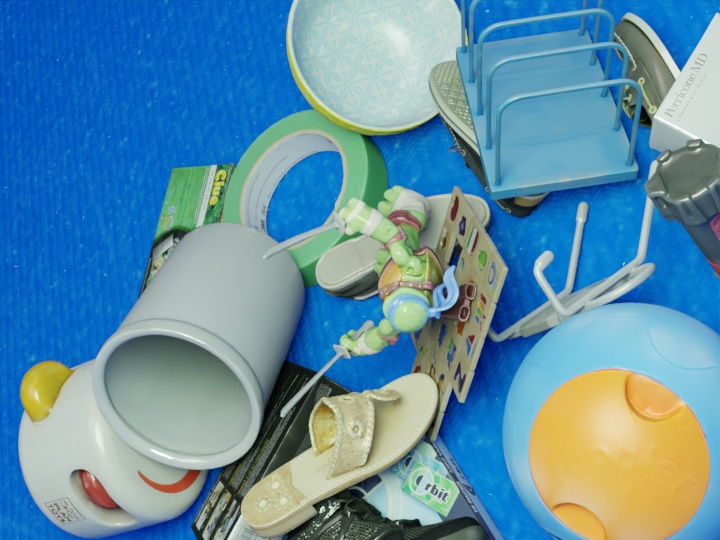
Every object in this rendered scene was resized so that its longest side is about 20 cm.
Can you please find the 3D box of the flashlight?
[{"bbox_3d":[0.292,-0.040,0.836,0.068,0.200,0.068,19,79,37],"label":"flashlight"}]

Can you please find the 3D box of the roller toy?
[{"bbox_3d":[-0.263,0.184,1.121,0.139,0.199,0.184,-19,74,27],"label":"roller toy"}]

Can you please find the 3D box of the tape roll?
[{"bbox_3d":[-0.064,-0.082,1.196,0.199,0.048,0.202,-15,61,29],"label":"tape roll"}]

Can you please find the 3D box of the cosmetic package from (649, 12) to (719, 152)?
[{"bbox_3d":[0.350,-0.109,0.862,0.199,0.085,0.108,31,88,16],"label":"cosmetic package"}]

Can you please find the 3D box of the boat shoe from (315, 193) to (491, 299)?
[{"bbox_3d":[0.048,-0.023,1.096,0.198,0.057,0.067,-22,61,19],"label":"boat shoe"}]

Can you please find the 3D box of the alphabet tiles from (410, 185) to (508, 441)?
[{"bbox_3d":[0.082,0.047,0.973,0.168,0.007,0.202,-110,31,-60],"label":"alphabet tiles"}]

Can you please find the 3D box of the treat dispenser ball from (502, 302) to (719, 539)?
[{"bbox_3d":[0.210,0.127,0.817,0.199,0.201,0.203,-14,62,28],"label":"treat dispenser ball"}]

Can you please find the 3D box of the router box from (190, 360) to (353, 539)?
[{"bbox_3d":[-0.088,0.190,1.034,0.201,0.051,0.149,-60,16,-8],"label":"router box"}]

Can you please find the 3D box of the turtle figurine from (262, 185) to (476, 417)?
[{"bbox_3d":[0.000,0.000,0.963,0.199,0.145,0.194,-23,16,17],"label":"turtle figurine"}]

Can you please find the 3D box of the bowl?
[{"bbox_3d":[0.009,-0.233,1.162,0.108,0.198,0.202,142,145,-73],"label":"bowl"}]

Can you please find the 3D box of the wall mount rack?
[{"bbox_3d":[0.192,-0.010,0.931,0.173,0.075,0.200,-33,0,-27],"label":"wall mount rack"}]

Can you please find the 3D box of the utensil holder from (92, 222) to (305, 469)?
[{"bbox_3d":[-0.155,0.069,1.067,0.169,0.171,0.201,-21,26,25],"label":"utensil holder"}]

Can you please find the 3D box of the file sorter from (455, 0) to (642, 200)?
[{"bbox_3d":[0.172,-0.189,0.988,0.137,0.123,0.201,-8,52,0],"label":"file sorter"}]

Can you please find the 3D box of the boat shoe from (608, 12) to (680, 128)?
[{"bbox_3d":[0.277,-0.156,0.980,0.060,0.072,0.203,-32,59,13],"label":"boat shoe"}]

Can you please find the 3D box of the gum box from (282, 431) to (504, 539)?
[{"bbox_3d":[0.018,0.254,0.990,0.200,0.044,0.170,-43,52,12],"label":"gum box"}]

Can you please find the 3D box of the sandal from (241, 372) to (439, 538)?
[{"bbox_3d":[-0.022,0.146,0.927,0.211,0.070,0.078,-37,42,-10],"label":"sandal"}]

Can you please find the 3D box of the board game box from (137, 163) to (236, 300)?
[{"bbox_3d":[-0.211,-0.033,1.290,0.104,0.023,0.202,0,70,37],"label":"board game box"}]

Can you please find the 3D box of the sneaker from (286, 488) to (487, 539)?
[{"bbox_3d":[0.012,0.229,0.927,0.198,0.076,0.115,-27,63,28],"label":"sneaker"}]

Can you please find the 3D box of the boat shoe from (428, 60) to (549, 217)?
[{"bbox_3d":[0.125,-0.135,1.071,0.074,0.062,0.201,-20,59,-20],"label":"boat shoe"}]
